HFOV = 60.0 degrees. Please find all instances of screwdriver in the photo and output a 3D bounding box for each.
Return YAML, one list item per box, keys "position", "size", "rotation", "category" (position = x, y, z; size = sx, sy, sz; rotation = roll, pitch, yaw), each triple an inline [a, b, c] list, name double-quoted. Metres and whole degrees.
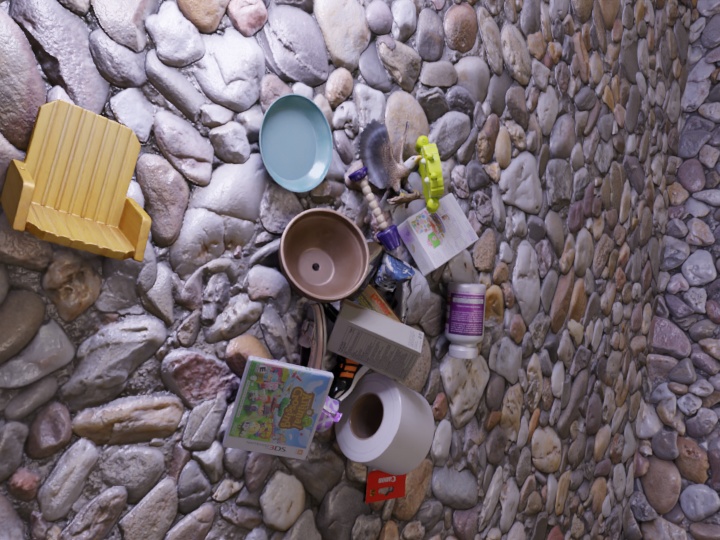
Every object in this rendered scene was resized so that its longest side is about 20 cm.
- position: [-0.026, 0.146, 1.437]
  size: [0.201, 0.028, 0.029]
  rotation: [51, 43, -9]
  category: "screwdriver"

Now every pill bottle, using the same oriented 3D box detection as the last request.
- position: [0.290, 0.137, 1.731]
  size: [0.111, 0.111, 0.206]
  rotation: [2, 92, -44]
  category: "pill bottle"

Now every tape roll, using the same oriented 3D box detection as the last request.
- position: [0.056, 0.360, 1.459]
  size: [0.138, 0.200, 0.207]
  rotation: [33, 71, -41]
  category: "tape roll"

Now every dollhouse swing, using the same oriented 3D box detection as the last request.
- position: [-0.424, -0.144, 0.978]
  size: [0.198, 0.181, 0.179]
  rotation: [19, 101, -42]
  category: "dollhouse swing"

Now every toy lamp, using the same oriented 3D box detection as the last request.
- position: [0.037, -0.142, 1.467]
  size: [0.058, 0.058, 0.203]
  rotation: [-36, 104, -35]
  category: "toy lamp"

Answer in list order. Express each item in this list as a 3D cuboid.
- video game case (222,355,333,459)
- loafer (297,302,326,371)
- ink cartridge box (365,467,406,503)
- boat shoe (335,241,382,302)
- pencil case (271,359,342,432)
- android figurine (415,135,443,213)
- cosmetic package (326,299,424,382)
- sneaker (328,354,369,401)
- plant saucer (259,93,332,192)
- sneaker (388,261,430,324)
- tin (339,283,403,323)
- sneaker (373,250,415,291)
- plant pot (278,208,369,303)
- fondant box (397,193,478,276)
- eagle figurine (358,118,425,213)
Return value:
- position: [-0.167, 0.282, 1.261]
  size: [0.178, 0.022, 0.204]
  rotation: [14, 105, -19]
  category: "video game case"
- position: [-0.111, 0.174, 1.373]
  size: [0.061, 0.072, 0.206]
  rotation: [-3, 99, -23]
  category: "loafer"
- position: [0.090, 0.493, 1.607]
  size: [0.158, 0.047, 0.206]
  rotation: [11, 84, -45]
  category: "ink cartridge box"
- position: [0.000, 0.000, 1.451]
  size: [0.200, 0.072, 0.066]
  rotation: [-49, 133, -47]
  category: "boat shoe"
- position: [-0.131, 0.269, 1.320]
  size: [0.199, 0.085, 0.085]
  rotation: [37, 69, -24]
  category: "pencil case"
- position: [0.170, -0.238, 1.538]
  size: [0.040, 0.200, 0.187]
  rotation: [-9, 88, 0]
  category: "android figurine"
- position: [0.032, 0.155, 1.378]
  size: [0.196, 0.106, 0.072]
  rotation: [25, 35, -3]
  category: "cosmetic package"
- position: [-0.039, 0.225, 1.456]
  size: [0.200, 0.069, 0.091]
  rotation: [-43, 106, -33]
  category: "sneaker"
- position: [-0.142, -0.269, 1.325]
  size: [0.197, 0.035, 0.206]
  rotation: [-6, 98, -44]
  category: "plant saucer"
- position: [0.120, 0.085, 1.584]
  size: [0.113, 0.074, 0.205]
  rotation: [12, 87, -45]
  category: "sneaker"
- position: [0.031, 0.119, 1.477]
  size: [0.201, 0.042, 0.112]
  rotation: [51, 55, -6]
  category: "tin"
- position: [0.072, 0.015, 1.468]
  size: [0.076, 0.200, 0.087]
  rotation: [27, 96, -7]
  category: "sneaker"
- position: [-0.085, -0.022, 1.337]
  size: [0.196, 0.093, 0.206]
  rotation: [7, 69, -17]
  category: "plant pot"
- position: [0.203, -0.097, 1.628]
  size: [0.198, 0.058, 0.146]
  rotation: [-31, 89, -39]
  category: "fondant box"
- position: [0.085, -0.255, 1.510]
  size: [0.152, 0.148, 0.204]
  rotation: [57, 9, -78]
  category: "eagle figurine"
